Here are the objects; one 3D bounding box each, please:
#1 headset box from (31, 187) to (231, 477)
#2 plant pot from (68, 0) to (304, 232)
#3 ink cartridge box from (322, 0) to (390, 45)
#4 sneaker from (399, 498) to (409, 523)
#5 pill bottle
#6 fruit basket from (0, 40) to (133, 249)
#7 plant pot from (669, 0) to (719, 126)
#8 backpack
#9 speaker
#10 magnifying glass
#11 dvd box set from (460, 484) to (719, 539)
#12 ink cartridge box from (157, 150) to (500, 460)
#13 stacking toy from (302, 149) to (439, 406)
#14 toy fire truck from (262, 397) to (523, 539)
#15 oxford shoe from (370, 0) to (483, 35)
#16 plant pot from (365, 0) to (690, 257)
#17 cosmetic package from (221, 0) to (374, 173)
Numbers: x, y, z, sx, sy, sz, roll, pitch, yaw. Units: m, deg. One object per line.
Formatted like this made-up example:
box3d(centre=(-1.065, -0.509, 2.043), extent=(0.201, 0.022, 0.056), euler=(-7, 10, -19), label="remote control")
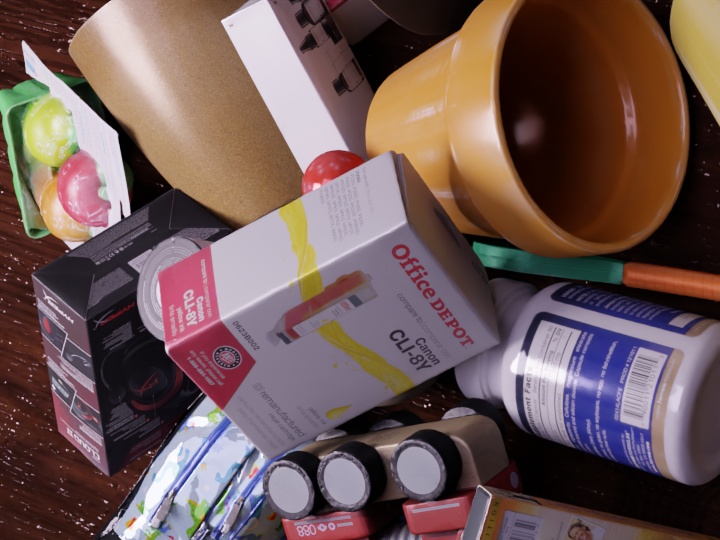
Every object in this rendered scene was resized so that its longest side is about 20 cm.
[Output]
box3d(centre=(-0.174, 0.058, 1.687), extent=(0.075, 0.148, 0.201), euler=(36, 145, 33), label="headset box")
box3d(centre=(-0.109, -0.132, 1.699), extent=(0.186, 0.186, 0.201), euler=(-31, 84, 28), label="plant pot")
box3d(centre=(-0.011, -0.308, 1.686), extent=(0.145, 0.083, 0.201), euler=(-34, 69, 28), label="ink cartridge box")
box3d(centre=(0.044, 0.229, 1.599), extent=(0.111, 0.077, 0.202), euler=(17, 94, 32), label="sneaker")
box3d(centre=(0.172, 0.073, 1.502), extent=(0.199, 0.115, 0.117), euler=(16, 95, 35), label="pill bottle")
box3d(centre=(-0.231, -0.080, 1.781), extent=(0.200, 0.093, 0.187), euler=(34, 139, 45), label="fruit basket")
box3d(centre=(0.307, -0.141, 1.392), extent=(0.201, 0.200, 0.189), euler=(-54, 45, 18), label="plant pot")
box3d(centre=(-0.102, 0.166, 1.672), extent=(0.153, 0.163, 0.201), euler=(25, 93, 25), label="backpack")
box3d(centre=(-0.075, 0.026, 1.627), extent=(0.081, 0.199, 0.082), euler=(-7, 78, 39), label="speaker")
box3d(centre=(0.176, 0.000, 1.540), extent=(0.198, 0.079, 0.023), euler=(7, 94, 25), label="magnifying glass")
box3d(centre=(0.153, 0.240, 1.461), extent=(0.029, 0.198, 0.148), euler=(-148, 73, -70), label="dvd box set")
box3d(centre=(-0.021, 0.026, 1.484), extent=(0.199, 0.145, 0.084), euler=(-28, 40, 14), label="ink cartridge box")
box3d(centre=(0.000, 0.000, 1.589), extent=(0.085, 0.085, 0.201), euler=(3, 124, 35), label="stacking toy")
box3d(centre=(0.031, 0.214, 1.510), extent=(0.175, 0.128, 0.202), euler=(-12, 99, 33), label="toy fire truck")
box3d(centre=(0.053, -0.219, 1.564), extent=(0.071, 0.199, 0.072), euler=(42, 111, 33), label="oxford shoe")
box3d(centre=(0.107, -0.103, 1.532), extent=(0.183, 0.199, 0.202), euler=(-10, 80, 50), label="plant pot")
box3d(centre=(-0.026, -0.126, 1.626), extent=(0.050, 0.083, 0.201), euler=(-21, 105, 32), label="cosmetic package")
